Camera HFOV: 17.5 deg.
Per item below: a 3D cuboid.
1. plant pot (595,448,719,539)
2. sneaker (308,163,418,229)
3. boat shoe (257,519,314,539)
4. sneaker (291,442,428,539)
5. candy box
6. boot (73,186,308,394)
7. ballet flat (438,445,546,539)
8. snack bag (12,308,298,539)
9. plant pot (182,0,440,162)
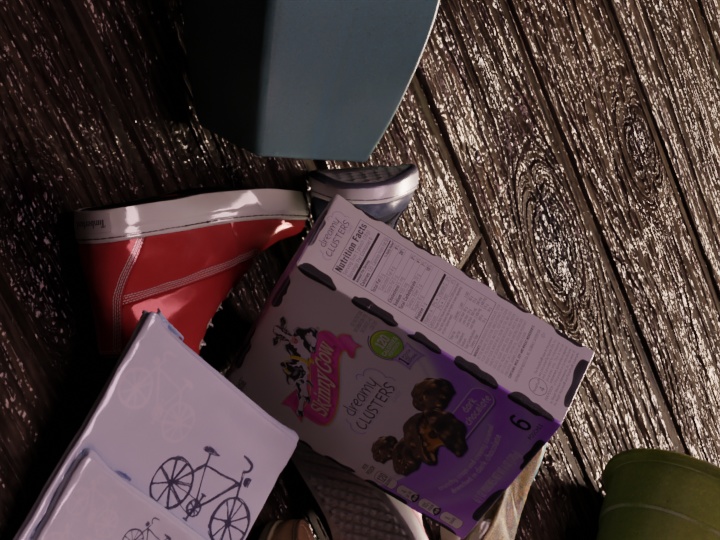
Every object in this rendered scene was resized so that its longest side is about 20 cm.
[{"bbox_3d":[0.256,0.285,1.951,0.200,0.199,0.191,54,55,-38],"label":"plant pot"},{"bbox_3d":[0.002,0.000,1.609,0.202,0.076,0.148,-162,-110,-87],"label":"sneaker"},{"bbox_3d":[-0.028,0.235,1.544,0.201,0.066,0.074,-98,164,-53],"label":"boat shoe"},{"bbox_3d":[0.022,0.175,1.647,0.104,0.075,0.201,1,61,-61],"label":"sneaker"},{"bbox_3d":[0.026,0.067,1.541,0.199,0.168,0.072,31,51,-2],"label":"candy box"},{"bbox_3d":[-0.103,0.020,1.520,0.199,0.072,0.146,-14,99,-50],"label":"boot"},{"bbox_3d":[0.098,0.167,1.816,0.071,0.070,0.201,50,46,-41],"label":"ballet flat"},{"bbox_3d":[-0.124,0.151,1.457,0.189,0.021,0.201,44,69,-45],"label":"snack bag"},{"bbox_3d":[-0.037,-0.180,1.546,0.140,0.141,0.202,2,105,-32],"label":"plant pot"}]
